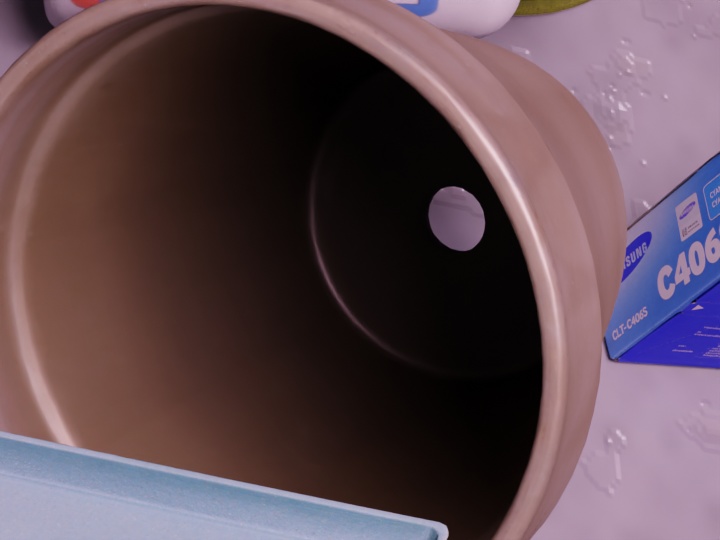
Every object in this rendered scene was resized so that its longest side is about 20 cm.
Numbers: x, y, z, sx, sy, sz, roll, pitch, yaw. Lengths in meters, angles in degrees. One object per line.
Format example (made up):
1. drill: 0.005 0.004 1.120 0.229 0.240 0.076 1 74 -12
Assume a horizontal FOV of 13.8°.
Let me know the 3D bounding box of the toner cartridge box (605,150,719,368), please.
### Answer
1. toner cartridge box: 0.193 0.001 1.072 0.200 0.095 0.043 5 61 -30

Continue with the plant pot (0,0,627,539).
1. plant pot: 0.000 0.000 0.904 0.200 0.200 0.173 54 28 5

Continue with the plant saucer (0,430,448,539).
1. plant saucer: -0.078 0.080 0.830 0.200 0.019 0.070 9 41 23

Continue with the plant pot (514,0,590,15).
1. plant pot: 0.076 -0.226 1.063 0.200 0.193 0.201 14 59 -24

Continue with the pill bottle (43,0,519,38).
1. pill bottle: -0.003 -0.131 0.973 0.200 0.112 0.112 1 61 -3
